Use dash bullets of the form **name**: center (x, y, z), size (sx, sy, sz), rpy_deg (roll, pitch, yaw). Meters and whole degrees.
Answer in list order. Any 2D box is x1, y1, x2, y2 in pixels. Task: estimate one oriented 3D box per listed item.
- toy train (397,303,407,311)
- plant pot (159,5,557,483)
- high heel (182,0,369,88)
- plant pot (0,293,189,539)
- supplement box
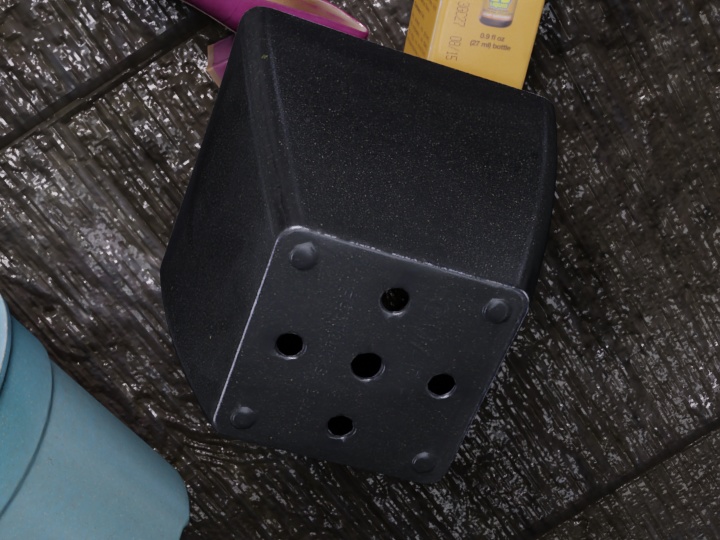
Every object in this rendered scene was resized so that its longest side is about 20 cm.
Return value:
- **toy train**: center (0.016, 0.027, 0.885), size (0.198, 0.056, 0.151), rpy_deg (7, 117, -15)
- **plant pot**: center (0.000, 0.000, 0.730), size (0.198, 0.178, 0.201), rpy_deg (15, 120, -14)
- **high heel**: center (-0.077, -0.184, 0.741), size (0.095, 0.068, 0.200), rpy_deg (-24, 136, 14)
- **plant pot**: center (-0.227, 0.144, 0.832), size (0.200, 0.201, 0.196), rpy_deg (-38, 126, 11)
- **supplement box**: center (0.069, -0.156, 0.788), size (0.066, 0.069, 0.202), rpy_deg (6, 119, -13)
